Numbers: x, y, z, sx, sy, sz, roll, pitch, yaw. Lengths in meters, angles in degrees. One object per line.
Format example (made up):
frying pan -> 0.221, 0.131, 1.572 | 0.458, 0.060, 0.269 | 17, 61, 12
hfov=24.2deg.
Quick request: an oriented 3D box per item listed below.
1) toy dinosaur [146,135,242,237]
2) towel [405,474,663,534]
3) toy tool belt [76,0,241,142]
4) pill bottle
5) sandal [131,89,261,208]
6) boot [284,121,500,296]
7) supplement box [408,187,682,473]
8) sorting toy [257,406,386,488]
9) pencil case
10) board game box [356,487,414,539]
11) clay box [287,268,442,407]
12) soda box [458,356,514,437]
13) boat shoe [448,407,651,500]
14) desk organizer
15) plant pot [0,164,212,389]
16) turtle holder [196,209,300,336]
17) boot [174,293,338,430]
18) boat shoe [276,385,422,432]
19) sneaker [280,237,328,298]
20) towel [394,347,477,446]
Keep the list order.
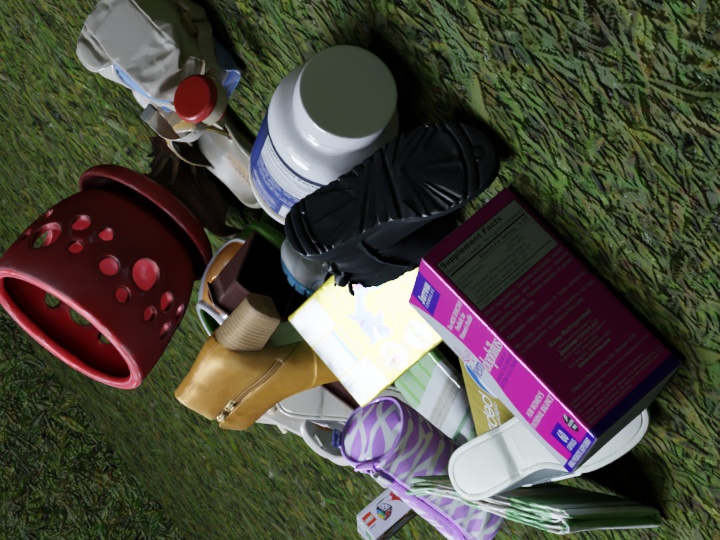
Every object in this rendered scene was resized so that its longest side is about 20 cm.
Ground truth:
toy dinosaur -> -0.187, -0.093, 1.867 | 0.200, 0.086, 0.135 | 51, 155, -18
towel -> 0.161, 0.214, 1.555 | 0.199, 0.152, 0.024 | 5, 91, 46
toy tool belt -> -0.173, -0.195, 1.633 | 0.200, 0.125, 0.123 | 43, -169, 30
pill bottle -> -0.029, -0.114, 1.427 | 0.111, 0.111, 0.200 | 49, 160, 5
sandal -> -0.168, -0.137, 1.746 | 0.200, 0.054, 0.080 | 46, 138, 7
boot -> 0.041, -0.048, 1.400 | 0.162, 0.198, 0.074 | 26, -139, -67
supplement box -> 0.144, 0.048, 1.356 | 0.200, 0.103, 0.101 | 47, 161, 14
sorting toy -> -0.040, 0.191, 2.041 | 0.180, 0.107, 0.200 | 52, 162, -28
pencil case -> 0.064, 0.200, 1.652 | 0.084, 0.086, 0.200 | -26, 134, 30
board game box -> 0.053, 0.246, 1.821 | 0.035, 0.126, 0.200 | 49, 172, 10
clay box -> 0.031, 0.029, 1.561 | 0.115, 0.048, 0.200 | 50, 130, 3
soda box -> 0.137, 0.097, 1.513 | 0.068, 0.064, 0.200 | 36, 156, 36
boat shoe -> 0.170, 0.147, 1.461 | 0.200, 0.062, 0.073 | -26, 78, 32
desk organizer -> -0.056, 0.053, 1.733 | 0.200, 0.077, 0.072 | 38, -173, -19
plant pot -> -0.269, 0.001, 1.824 | 0.200, 0.183, 0.201 | 31, 157, 15
turtle holder -> -0.107, 0.037, 1.842 | 0.141, 0.132, 0.186 | 45, 160, 14
boot -> -0.074, 0.106, 1.681 | 0.201, 0.144, 0.071 | 20, -151, -30
boat shoe -> 0.004, 0.152, 1.852 | 0.199, 0.067, 0.057 | 13, 179, 11
sneaker -> 0.000, 0.000, 1.652 | 0.200, 0.075, 0.087 | 29, 146, 30
towel -> 0.117, 0.157, 1.735 | 0.200, 0.031, 0.149 | 48, 158, 13
